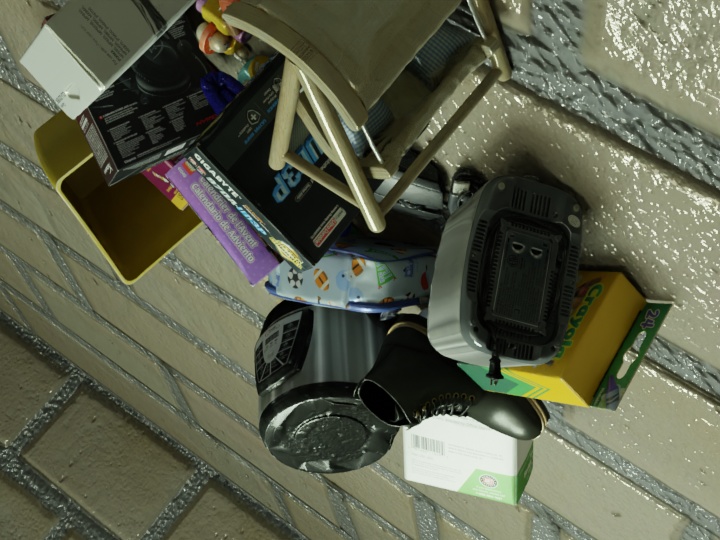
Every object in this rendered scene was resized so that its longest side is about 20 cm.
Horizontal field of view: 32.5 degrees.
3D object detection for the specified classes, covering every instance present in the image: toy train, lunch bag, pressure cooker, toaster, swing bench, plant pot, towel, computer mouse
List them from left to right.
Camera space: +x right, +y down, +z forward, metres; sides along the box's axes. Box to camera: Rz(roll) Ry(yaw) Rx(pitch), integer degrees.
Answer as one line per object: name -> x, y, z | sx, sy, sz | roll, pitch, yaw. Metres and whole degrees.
plant pot -> -0.318, -0.145, 1.644 | 0.176, 0.200, 0.201 | 37, 163, 42
toy train -> -0.115, -0.220, 1.294 | 0.149, 0.056, 0.201 | 28, 156, 43
towel -> -0.092, -0.115, 1.310 | 0.147, 0.050, 0.200 | 41, 172, 29
pressure cooker -> -0.042, 0.122, 1.494 | 0.173, 0.202, 0.180 | 0, 139, -3
lunch bag -> 0.000, 0.000, 1.409 | 0.198, 0.159, 0.077 | 12, 102, 38
swing bench -> 0.016, -0.179, 0.966 | 0.129, 0.200, 0.201 | 31, 158, 22
computer mouse -> 0.036, -0.096, 1.297 | 0.199, 0.053, 0.139 | 35, 159, 15
toaster -> 0.132, 0.015, 1.168 | 0.112, 0.203, 0.129 | 13, 168, -14

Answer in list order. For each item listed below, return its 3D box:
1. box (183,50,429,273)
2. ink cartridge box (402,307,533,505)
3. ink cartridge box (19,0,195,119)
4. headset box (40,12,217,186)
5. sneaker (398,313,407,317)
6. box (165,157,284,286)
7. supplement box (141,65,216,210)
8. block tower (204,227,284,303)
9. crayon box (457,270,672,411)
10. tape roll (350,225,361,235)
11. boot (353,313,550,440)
box -> -0.049, -0.125, 1.178 | 0.159, 0.201, 0.046 | 46, 155, -14
ink cartridge box -> 0.126, 0.157, 1.438 | 0.144, 0.084, 0.203 | 10, 121, 22
ink cartridge box -> -0.236, -0.260, 1.236 | 0.084, 0.201, 0.144 | 45, 158, -15
headset box -> -0.250, -0.218, 1.351 | 0.202, 0.148, 0.077 | 63, 157, 0
sneaker -> 0.116, 0.092, 1.520 | 0.198, 0.078, 0.083 | 20, 145, 27
box -> -0.122, -0.063, 1.262 | 0.137, 0.039, 0.200 | 52, -171, -4
supplement box -> -0.235, -0.193, 1.464 | 0.200, 0.131, 0.103 | 44, 159, -7
block tower -> -0.114, -0.011, 1.586 | 0.200, 0.058, 0.054 | 48, 157, -14
crayon box -> 0.198, 0.064, 1.226 | 0.052, 0.127, 0.199 | 42, 160, -26
tape roll -> -0.058, -0.024, 1.607 | 0.199, 0.048, 0.201 | 35, 158, 16
boot -> 0.093, 0.147, 1.310 | 0.198, 0.138, 0.078 | 30, 126, 9
